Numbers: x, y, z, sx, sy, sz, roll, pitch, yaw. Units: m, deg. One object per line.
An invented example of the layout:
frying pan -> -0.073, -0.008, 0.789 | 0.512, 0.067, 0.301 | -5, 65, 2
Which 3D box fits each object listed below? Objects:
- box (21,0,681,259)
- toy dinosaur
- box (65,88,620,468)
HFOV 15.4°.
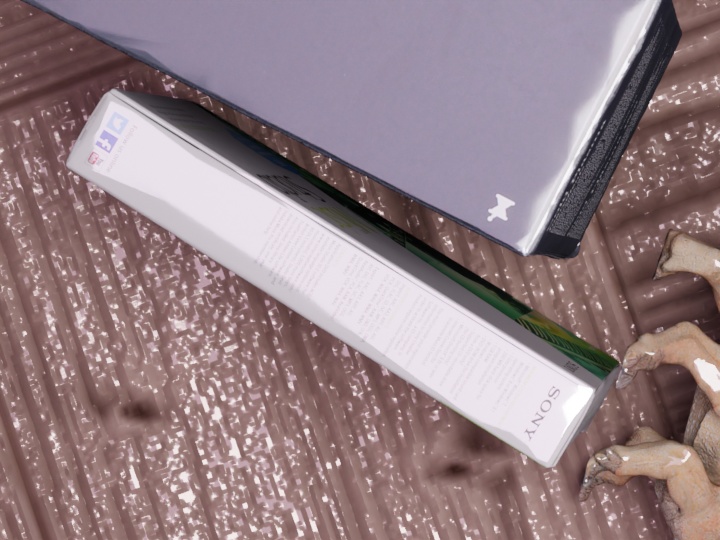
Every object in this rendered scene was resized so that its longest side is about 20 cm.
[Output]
box -> 0.004, -0.092, 0.948 | 0.200, 0.182, 0.104 | 27, 95, 7
toy dinosaur -> 0.155, 0.064, 0.960 | 0.135, 0.086, 0.200 | 19, 114, 6
box -> 0.000, 0.000, 0.969 | 0.200, 0.144, 0.036 | 33, 96, 6
